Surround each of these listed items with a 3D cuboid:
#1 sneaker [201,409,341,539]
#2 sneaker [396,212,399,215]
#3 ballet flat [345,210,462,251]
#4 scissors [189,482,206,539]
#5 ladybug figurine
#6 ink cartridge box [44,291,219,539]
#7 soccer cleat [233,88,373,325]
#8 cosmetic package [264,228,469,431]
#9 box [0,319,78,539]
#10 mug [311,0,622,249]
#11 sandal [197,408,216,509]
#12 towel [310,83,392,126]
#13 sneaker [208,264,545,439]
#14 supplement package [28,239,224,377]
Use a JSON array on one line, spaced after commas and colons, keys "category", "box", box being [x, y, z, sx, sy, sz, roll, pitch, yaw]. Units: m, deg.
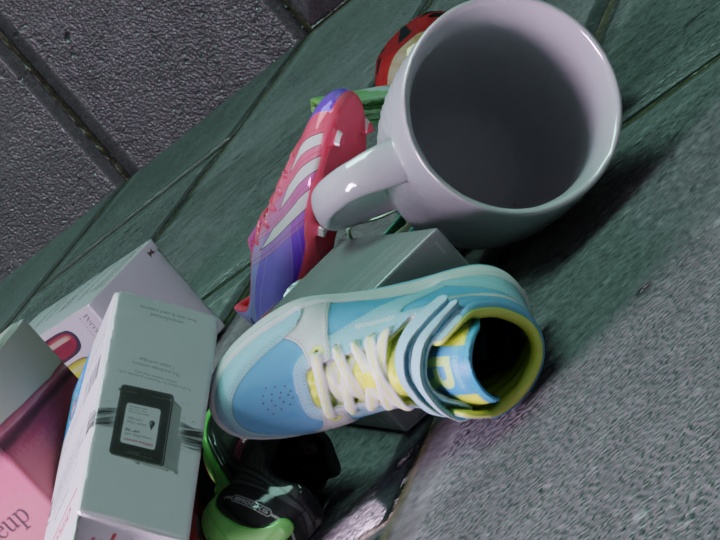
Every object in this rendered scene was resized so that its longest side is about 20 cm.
[{"category": "sneaker", "box": [-0.050, 0.123, 1.348, 0.084, 0.077, 0.200, -34, 22, 9]}, {"category": "sneaker", "box": [0.079, -0.091, 1.671, 0.200, 0.080, 0.071, -29, 13, 49]}, {"category": "ballet flat", "box": [0.000, 0.000, 1.624, 0.200, 0.070, 0.067, -41, 14, 8]}, {"category": "scissors", "box": [-0.103, 0.140, 1.340, 0.014, 0.074, 0.200, -13, 27, -1]}, {"category": "ladybug figurine", "box": [0.066, -0.208, 2.189, 0.136, 0.072, 0.200, -41, 11, 5]}, {"category": "ink cartridge box", "box": [-0.137, 0.128, 1.263, 0.116, 0.066, 0.201, 120, 161, -47]}, {"category": "soccer cleat", "box": [-0.044, -0.039, 1.552, 0.067, 0.076, 0.201, -30, -43, -52]}, {"category": "cosmetic package", "box": [0.008, 0.038, 1.424, 0.107, 0.090, 0.200, -44, 9, -12]}, {"category": "box", "box": [-0.205, 0.156, 1.388, 0.128, 0.200, 0.109, -37, 11, 29]}, {"category": "mug", "box": [0.059, -0.078, 1.471, 0.199, 0.148, 0.175, -23, -7, -14]}, {"category": "sandal", "box": [-0.086, 0.121, 1.441, 0.043, 0.076, 0.200, -37, 13, 19]}, {"category": "towel", "box": [0.073, -0.130, 1.641, 0.199, 0.031, 0.149, -11, 7, -11]}, {"category": "sneaker", "box": [0.012, 0.054, 1.243, 0.199, 0.080, 0.131, -20, 13, -5]}, {"category": "supplement package", "box": [-0.242, 0.075, 2.050, 0.200, 0.114, 0.110, -31, 14, 45]}]
